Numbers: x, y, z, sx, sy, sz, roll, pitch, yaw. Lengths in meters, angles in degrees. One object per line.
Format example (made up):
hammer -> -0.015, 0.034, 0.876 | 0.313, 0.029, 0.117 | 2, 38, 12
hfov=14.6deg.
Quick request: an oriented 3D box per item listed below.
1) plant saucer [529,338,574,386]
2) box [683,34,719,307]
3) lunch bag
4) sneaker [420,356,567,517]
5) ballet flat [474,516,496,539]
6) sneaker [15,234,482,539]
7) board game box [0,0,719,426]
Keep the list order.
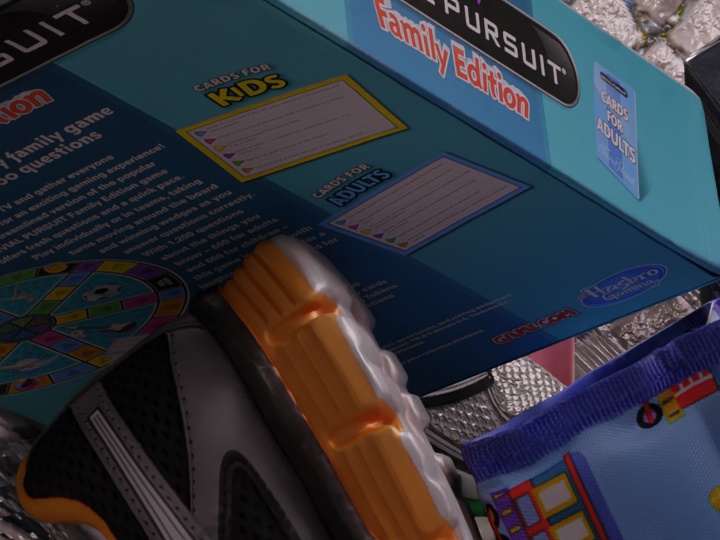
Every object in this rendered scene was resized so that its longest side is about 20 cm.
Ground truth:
plant saucer -> 0.039, -0.006, 1.042 | 0.201, 0.050, 0.202 | 171, -90, -84
box -> 0.152, 0.047, 0.674 | 0.201, 0.051, 0.158 | 57, -8, 28
lunch bag -> 0.100, 0.082, 0.627 | 0.151, 0.094, 0.200 | 64, 5, 3
sneaker -> 0.000, 0.000, 0.731 | 0.200, 0.085, 0.078 | 39, 8, -35
ballet flat -> 0.035, 0.084, 0.664 | 0.075, 0.064, 0.200 | -1, 6, 22
sneaker -> 0.004, 0.097, 0.539 | 0.201, 0.077, 0.078 | 63, 3, 10
board game box -> -0.042, -0.025, 0.564 | 0.200, 0.150, 0.047 | 28, 48, -47
